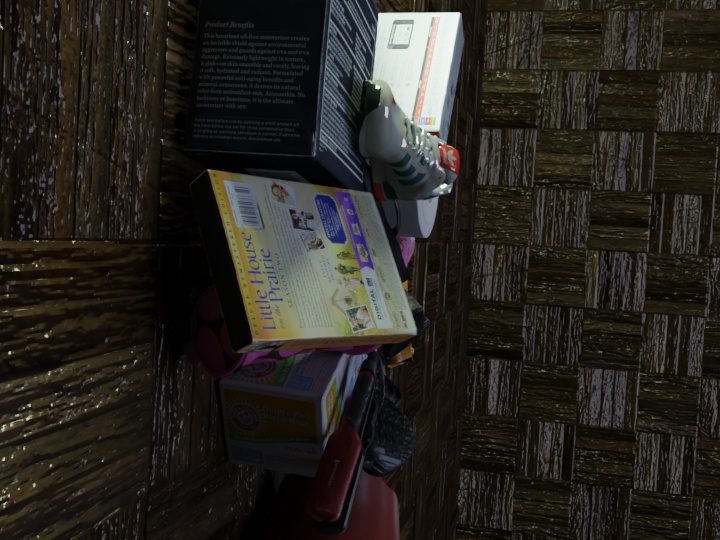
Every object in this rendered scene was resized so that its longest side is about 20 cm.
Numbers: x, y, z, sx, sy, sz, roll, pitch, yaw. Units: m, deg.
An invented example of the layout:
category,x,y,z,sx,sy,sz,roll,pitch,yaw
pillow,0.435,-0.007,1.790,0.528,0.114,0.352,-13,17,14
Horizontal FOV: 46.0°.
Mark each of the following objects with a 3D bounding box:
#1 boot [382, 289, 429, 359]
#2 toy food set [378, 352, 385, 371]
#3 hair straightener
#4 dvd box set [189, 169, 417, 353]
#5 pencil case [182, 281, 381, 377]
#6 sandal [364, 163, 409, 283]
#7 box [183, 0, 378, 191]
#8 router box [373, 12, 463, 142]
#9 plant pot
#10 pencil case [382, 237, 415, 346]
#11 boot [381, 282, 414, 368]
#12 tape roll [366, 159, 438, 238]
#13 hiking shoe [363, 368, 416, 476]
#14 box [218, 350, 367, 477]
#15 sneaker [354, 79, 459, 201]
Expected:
category,x,y,z,sx,sy,sz,roll,pitch,yaw
boot,0.002,-0.001,1.039,0.072,0.200,0.182,-36,161,-15
toy food set,-0.008,0.237,1.293,0.145,0.060,0.201,80,27,-44
hair straightener,-0.009,0.163,0.833,0.077,0.040,0.202,77,20,-50
dvd box set,-0.042,-0.006,0.721,0.199,0.029,0.148,1,65,-48
pencil case,-0.060,0.047,0.771,0.199,0.094,0.091,0,53,-48
sandal,0.024,-0.065,1.051,0.076,0.043,0.201,46,-15,41
box,-0.063,-0.182,0.779,0.200,0.122,0.201,29,67,-77
router box,0.024,-0.225,1.015,0.049,0.177,0.202,74,25,-54
plant pot,-0.034,0.333,0.933,0.196,0.198,0.203,-81,168,-53
pencil case,0.025,0.014,1.187,0.086,0.082,0.201,-40,-157,40
boot,0.050,0.076,1.344,0.201,0.070,0.146,-20,92,-74
tape roll,0.030,-0.148,1.149,0.203,0.137,0.206,4,90,-77
hiking shoe,0.004,0.188,0.966,0.101,0.076,0.200,-48,-168,13
box,-0.059,0.109,0.897,0.200,0.111,0.103,-63,155,-57
sneaker,0.051,-0.124,0.830,0.200,0.092,0.071,68,28,-69
